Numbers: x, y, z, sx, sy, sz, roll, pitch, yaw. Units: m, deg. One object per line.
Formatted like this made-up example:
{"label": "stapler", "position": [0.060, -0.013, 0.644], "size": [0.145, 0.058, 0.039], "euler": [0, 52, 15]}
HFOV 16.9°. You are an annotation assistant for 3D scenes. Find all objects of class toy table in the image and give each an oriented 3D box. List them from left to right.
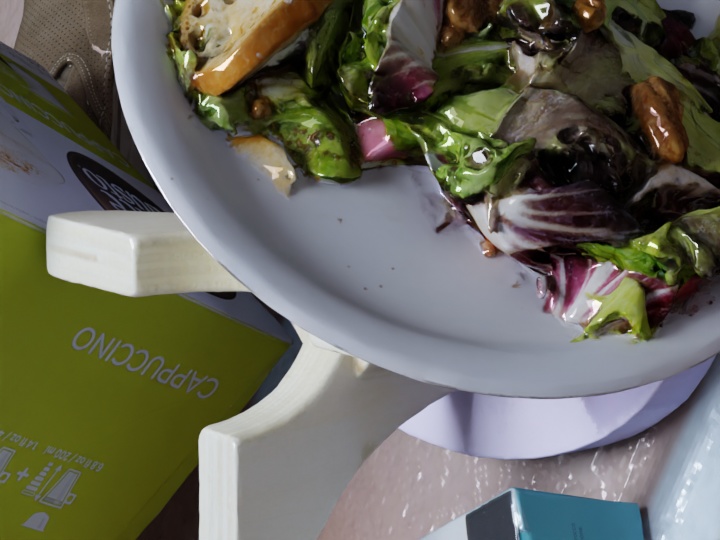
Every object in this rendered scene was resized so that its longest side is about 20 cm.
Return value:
{"label": "toy table", "position": [0.000, 0.000, 0.735], "size": [0.200, 0.117, 0.185], "euler": [-6, 91, 51]}

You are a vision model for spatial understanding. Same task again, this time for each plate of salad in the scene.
{"label": "plate of salad", "position": [0.034, -0.057, 0.649], "size": [0.048, 0.199, 0.201], "euler": [114, 148, -52]}

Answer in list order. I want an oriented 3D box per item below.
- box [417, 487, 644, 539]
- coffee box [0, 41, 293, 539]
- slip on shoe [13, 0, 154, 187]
{"label": "box", "position": [0.015, 0.140, 0.770], "size": [0.200, 0.049, 0.083], "euler": [-35, 54, 49]}
{"label": "coffee box", "position": [-0.186, 0.019, 0.876], "size": [0.200, 0.200, 0.198], "euler": [-50, 54, 8]}
{"label": "slip on shoe", "position": [-0.130, -0.068, 1.035], "size": [0.076, 0.060, 0.201], "euler": [-36, 54, 49]}
